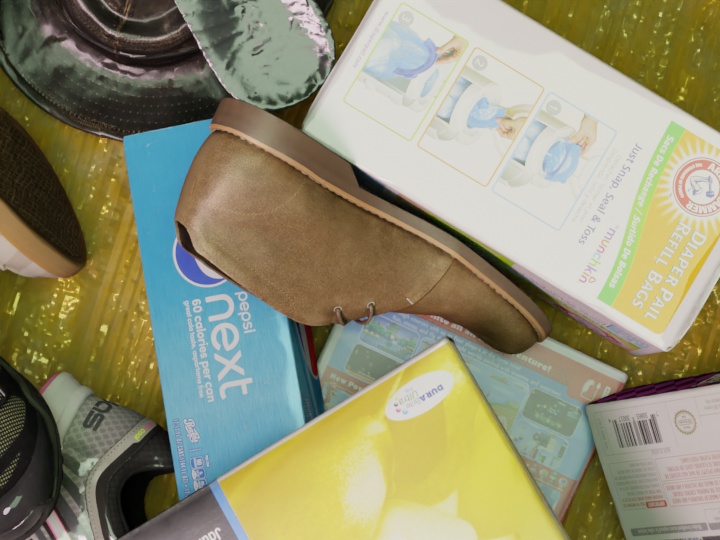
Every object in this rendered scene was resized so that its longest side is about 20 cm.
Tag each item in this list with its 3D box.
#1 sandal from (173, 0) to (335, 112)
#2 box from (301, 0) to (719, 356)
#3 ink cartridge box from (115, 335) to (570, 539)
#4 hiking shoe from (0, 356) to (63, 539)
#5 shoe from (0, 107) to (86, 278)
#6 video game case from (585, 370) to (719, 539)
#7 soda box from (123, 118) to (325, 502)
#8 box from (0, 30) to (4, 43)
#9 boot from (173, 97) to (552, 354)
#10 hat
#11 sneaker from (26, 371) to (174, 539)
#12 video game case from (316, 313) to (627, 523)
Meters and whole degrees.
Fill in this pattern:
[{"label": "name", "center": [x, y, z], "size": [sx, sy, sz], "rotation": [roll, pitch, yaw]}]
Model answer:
[{"label": "sandal", "center": [-0.079, -0.163, 1.127], "size": [0.075, 0.048, 0.201], "rotation": [-38, 95, 3]}, {"label": "box", "center": [0.081, -0.052, 1.167], "size": [0.200, 0.112, 0.101], "rotation": [31, 87, 1]}, {"label": "ink cartridge box", "center": [0.008, 0.166, 1.096], "size": [0.197, 0.047, 0.200], "rotation": [-32, 78, 4]}, {"label": "hiking shoe", "center": [-0.211, 0.043, 1.139], "size": [0.076, 0.101, 0.200], "rotation": [-40, 59, 8]}, {"label": "shoe", "center": [-0.200, -0.052, 1.151], "size": [0.053, 0.200, 0.070], "rotation": [-24, 50, 20]}, {"label": "video game case", "center": [0.197, 0.132, 1.113], "size": [0.036, 0.200, 0.182], "rotation": [-20, 91, -31]}, {"label": "soda box", "center": [-0.060, 0.030, 1.176], "size": [0.068, 0.064, 0.200], "rotation": [-11, 83, 8]}, {"label": "box", "center": [-0.267, -0.177, 1.177], "size": [0.116, 0.060, 0.200], "rotation": [-27, 87, -1]}, {"label": "boot", "center": [0.000, 0.000, 1.141], "size": [0.200, 0.074, 0.076], "rotation": [30, 82, -25]}, {"label": "hat", "center": [-0.100, -0.163, 1.190], "size": [0.200, 0.081, 0.201], "rotation": [0, 86, 1]}, {"label": "sneaker", "center": [-0.137, 0.153, 1.175], "size": [0.087, 0.074, 0.200], "rotation": [14, 82, 7]}, {"label": "video game case", "center": [0.026, 0.112, 1.206], "size": [0.143, 0.017, 0.200], "rotation": [25, 88, 2]}]
